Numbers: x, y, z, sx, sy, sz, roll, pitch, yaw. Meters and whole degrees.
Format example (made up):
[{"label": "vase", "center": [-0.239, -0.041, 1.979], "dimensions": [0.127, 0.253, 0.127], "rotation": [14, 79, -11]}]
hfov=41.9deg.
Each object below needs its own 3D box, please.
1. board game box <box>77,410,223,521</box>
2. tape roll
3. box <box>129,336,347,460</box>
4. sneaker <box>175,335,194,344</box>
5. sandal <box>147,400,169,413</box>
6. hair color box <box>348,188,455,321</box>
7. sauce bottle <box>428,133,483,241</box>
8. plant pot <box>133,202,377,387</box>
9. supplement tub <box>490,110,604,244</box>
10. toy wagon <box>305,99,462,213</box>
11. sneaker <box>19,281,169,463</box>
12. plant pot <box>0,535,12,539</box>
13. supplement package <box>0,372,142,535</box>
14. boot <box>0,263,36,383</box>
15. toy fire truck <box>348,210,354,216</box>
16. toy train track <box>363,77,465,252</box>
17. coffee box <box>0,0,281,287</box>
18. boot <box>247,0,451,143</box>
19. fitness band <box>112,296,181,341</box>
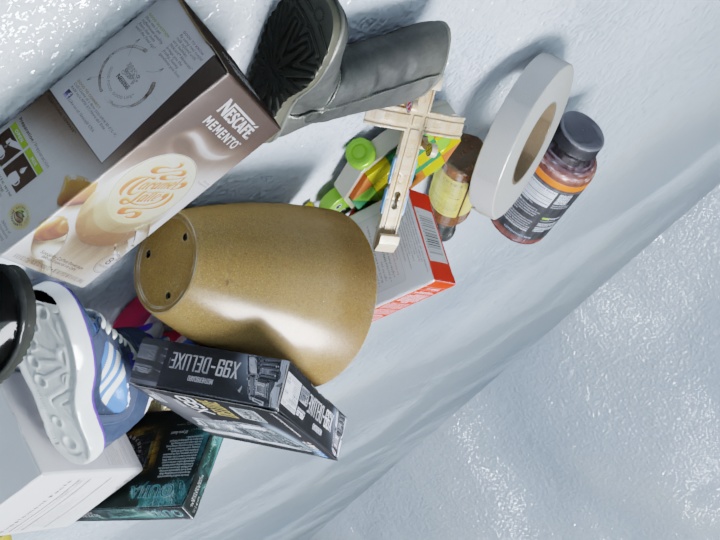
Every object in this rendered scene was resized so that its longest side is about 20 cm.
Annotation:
[{"label": "board game box", "center": [-0.257, 0.228, 1.104], "dimensions": [0.196, 0.137, 0.028], "rotation": [-9, 134, 27]}, {"label": "tape roll", "center": [0.194, -0.160, 1.133], "dimensions": [0.204, 0.037, 0.204], "rotation": [-54, 162, -26]}, {"label": "box", "center": [-0.114, 0.131, 0.937], "dimensions": [0.200, 0.154, 0.051], "rotation": [58, 43, -62]}, {"label": "sneaker", "center": [-0.134, 0.091, 1.079], "dimensions": [0.197, 0.082, 0.147], "rotation": [-23, 167, -13]}, {"label": "sandal", "center": [-0.248, 0.167, 1.194], "dimensions": [0.077, 0.070, 0.212], "rotation": [-32, 162, -11]}, {"label": "hair color box", "center": [0.000, 0.000, 1.079], "dimensions": [0.197, 0.113, 0.064], "rotation": [-24, 163, 26]}, {"label": "sauce bottle", "center": [0.119, -0.100, 1.224], "dimensions": [0.065, 0.067, 0.201], "rotation": [-29, 162, -19]}, {"label": "plant pot", "center": [-0.114, 0.009, 0.917], "dimensions": [0.186, 0.188, 0.198], "rotation": [-44, 144, 24]}, {"label": "supplement tub", "center": [0.268, -0.134, 1.347], "dimensions": [0.106, 0.108, 0.201], "rotation": [-23, 158, -35]}, {"label": "toy wagon", "center": [0.026, -0.112, 1.056], "dimensions": [0.199, 0.040, 0.155], "rotation": [-38, 162, 3]}, {"label": "sneaker", "center": [-0.248, 0.069, 0.907], "dimensions": [0.147, 0.079, 0.204], "rotation": [-51, 146, -50]}, {"label": "plant pot", "center": [-0.470, 0.337, 1.056], "dimensions": [0.199, 0.198, 0.144], "rotation": [6, 111, -65]}, {"label": "supplement package", "center": [-0.344, 0.193, 0.987], "dimensions": [0.119, 0.122, 0.200], "rotation": [-35, 162, 7]}, {"label": "boot", "center": [-0.362, 0.074, 0.725], "dimensions": [0.211, 0.080, 0.157], "rotation": [-43, 161, 20]}, {"label": "toy fire truck", "center": [0.029, -0.034, 1.233], "dimensions": [0.199, 0.049, 0.142], "rotation": [-18, 147, -58]}, {"label": "toy train track", "center": [0.051, -0.109, 0.970], "dimensions": [0.112, 0.033, 0.204], "rotation": [5, 114, -24]}, {"label": "coffee box", "center": [-0.170, -0.088, 0.676], "dimensions": [0.199, 0.080, 0.114], "rotation": [-38, 163, 5]}, {"label": "boot", "center": [0.006, -0.180, 0.793], "dimensions": [0.197, 0.074, 0.181], "rotation": [-16, 168, -33]}, {"label": "fitness band", "center": [-0.189, 0.050, 1.064], "dimensions": [0.144, 0.038, 0.199], "rotation": [-45, 160, 26]}]
